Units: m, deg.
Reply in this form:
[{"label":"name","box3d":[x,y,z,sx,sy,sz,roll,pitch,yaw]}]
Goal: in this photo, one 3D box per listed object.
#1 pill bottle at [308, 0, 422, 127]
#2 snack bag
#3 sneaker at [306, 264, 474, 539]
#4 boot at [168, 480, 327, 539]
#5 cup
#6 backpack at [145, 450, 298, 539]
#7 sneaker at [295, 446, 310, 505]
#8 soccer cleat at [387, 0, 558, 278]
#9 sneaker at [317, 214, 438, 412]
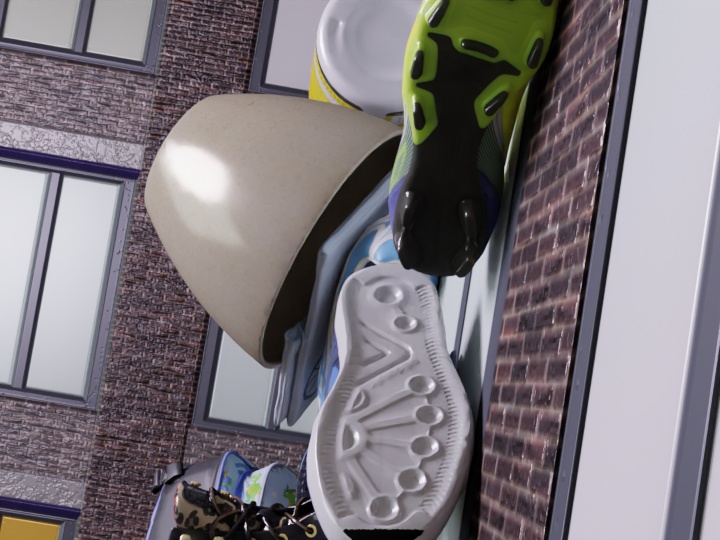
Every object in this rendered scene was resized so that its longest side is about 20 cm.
[{"label":"pill bottle","box3d":[0.013,-0.156,1.228,0.200,0.111,0.112,113,166,-76]},{"label":"snack bag","box3d":[0.000,0.000,1.114,0.189,0.021,0.200,-48,-19,-39]},{"label":"sneaker","box3d":[0.014,0.109,0.777,0.200,0.080,0.147,-89,0,-51]},{"label":"boot","box3d":[-0.048,0.164,0.978,0.073,0.150,0.201,-84,4,-54]},{"label":"cup","box3d":[-0.072,-0.050,1.095,0.201,0.143,0.200,-54,-13,-19]},{"label":"backpack","box3d":[-0.096,0.284,1.399,0.200,0.147,0.184,45,-137,-41]},{"label":"sneaker","box3d":[-0.023,0.209,1.216,0.078,0.066,0.201,95,-176,-76]},{"label":"soccer cleat","box3d":[0.051,-0.088,0.731,0.084,0.064,0.201,-80,1,-52]},{"label":"sneaker","box3d":[0.006,0.057,1.040,0.073,0.072,0.201,-63,-15,-62]}]
